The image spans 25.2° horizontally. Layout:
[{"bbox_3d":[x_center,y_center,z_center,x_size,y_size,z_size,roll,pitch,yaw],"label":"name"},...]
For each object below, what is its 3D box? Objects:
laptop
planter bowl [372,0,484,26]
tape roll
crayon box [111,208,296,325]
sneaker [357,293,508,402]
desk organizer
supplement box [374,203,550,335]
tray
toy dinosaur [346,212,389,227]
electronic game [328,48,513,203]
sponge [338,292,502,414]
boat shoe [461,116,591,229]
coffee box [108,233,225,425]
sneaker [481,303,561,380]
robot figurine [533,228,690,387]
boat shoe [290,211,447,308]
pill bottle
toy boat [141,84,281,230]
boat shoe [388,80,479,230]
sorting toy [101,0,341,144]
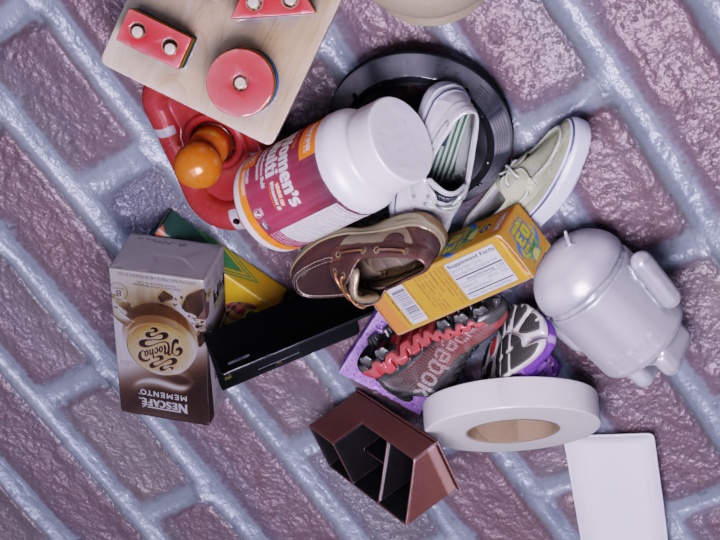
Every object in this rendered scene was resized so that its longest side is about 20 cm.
[{"bbox_3d":[-0.073,0.088,1.773,0.176,0.104,0.200,-22,149,-8],"label":"laptop"},{"bbox_3d":[0.062,-0.318,1.523,0.199,0.201,0.135,6,150,12],"label":"planter bowl"},{"bbox_3d":[0.170,0.164,1.812,0.201,0.037,0.203,-2,159,-1],"label":"tape roll"},{"bbox_3d":[-0.175,0.035,1.885,0.199,0.051,0.127,33,124,-8],"label":"crayon box"},{"bbox_3d":[0.095,0.088,1.797,0.200,0.071,0.098,-29,110,32],"label":"sneaker"},{"bbox_3d":[0.024,0.213,1.856,0.077,0.200,0.072,-34,116,-16],"label":"desk organizer"},{"bbox_3d":[0.103,0.000,1.720,0.199,0.067,0.069,-23,112,39],"label":"supplement box"},{"bbox_3d":[0.308,0.270,1.922,0.107,0.022,0.201,-3,121,16],"label":"tray"},{"bbox_3d":[-0.015,-0.028,1.768,0.102,0.077,0.200,41,136,-22],"label":"toy dinosaur"},{"bbox_3d":[0.063,-0.147,1.706,0.199,0.042,0.201,7,131,8],"label":"electronic game"},{"bbox_3d":[0.067,0.071,1.855,0.111,0.030,0.200,29,125,-4],"label":"sponge"},{"bbox_3d":[0.173,-0.084,1.695,0.062,0.072,0.200,19,129,-17],"label":"boat shoe"},{"bbox_3d":[-0.216,0.068,1.837,0.112,0.080,0.201,7,123,10],"label":"coffee box"},{"bbox_3d":[0.189,0.094,1.786,0.083,0.081,0.200,8,161,-5],"label":"sneaker"},{"bbox_3d":[0.265,0.035,1.725,0.200,0.113,0.169,43,134,-13],"label":"robot figurine"},{"bbox_3d":[0.000,0.000,1.680,0.199,0.072,0.072,-15,130,35],"label":"boat shoe"},{"bbox_3d":[-0.028,-0.099,1.640,0.199,0.110,0.110,-24,114,41],"label":"pill bottle"},{"bbox_3d":[-0.162,-0.129,1.726,0.130,0.131,0.201,-12,118,22],"label":"toy boat"},{"bbox_3d":[0.076,-0.091,1.649,0.073,0.067,0.201,-7,124,-20],"label":"boat shoe"},{"bbox_3d":[-0.137,-0.257,1.624,0.198,0.070,0.201,26,98,-2],"label":"sorting toy"}]
